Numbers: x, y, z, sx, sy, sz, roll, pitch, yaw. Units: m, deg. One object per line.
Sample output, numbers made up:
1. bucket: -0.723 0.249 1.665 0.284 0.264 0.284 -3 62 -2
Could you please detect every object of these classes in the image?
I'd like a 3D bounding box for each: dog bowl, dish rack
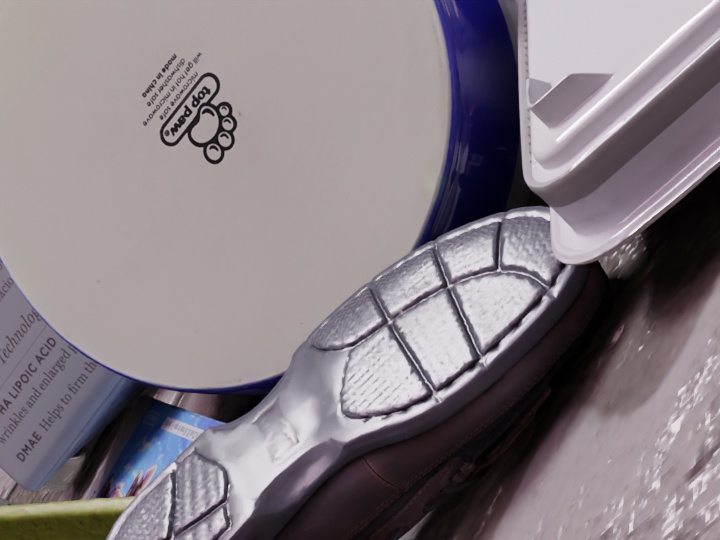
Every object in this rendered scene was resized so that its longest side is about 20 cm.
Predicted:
1. dog bowl: -0.040 -0.055 0.857 0.201 0.200 0.079 -56 -21 15
2. dish rack: 0.107 -0.107 0.740 0.172 0.043 0.200 -43 20 24

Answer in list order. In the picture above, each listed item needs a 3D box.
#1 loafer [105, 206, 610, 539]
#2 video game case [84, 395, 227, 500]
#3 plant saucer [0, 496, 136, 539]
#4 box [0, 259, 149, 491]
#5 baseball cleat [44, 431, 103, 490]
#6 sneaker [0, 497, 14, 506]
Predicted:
1. loafer: 0.004 0.057 0.775 0.200 0.063 0.072 -38 39 13
2. video game case: -0.097 0.146 0.976 0.182 0.045 0.200 -63 15 -7
3. plant saucer: -0.140 0.187 0.861 0.199 0.048 0.201 -8 59 39
4. box: -0.101 -0.042 1.062 0.200 0.131 0.199 -50 -4 32
5. baseball cleat: -0.146 0.064 1.282 0.200 0.069 0.107 131 158 -67
6. sneaker: -0.229 0.156 1.309 0.200 0.087 0.074 -29 33 63
